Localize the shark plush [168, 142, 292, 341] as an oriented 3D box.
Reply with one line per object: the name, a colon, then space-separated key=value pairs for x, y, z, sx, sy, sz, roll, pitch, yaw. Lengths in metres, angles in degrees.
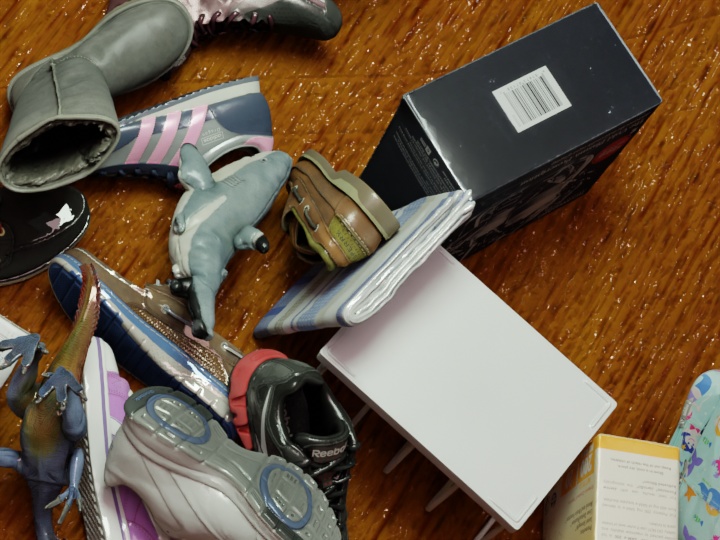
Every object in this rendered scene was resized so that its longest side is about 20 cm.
shark plush: x=-0.107 y=-0.031 z=1.553 sx=0.083 sy=0.091 sz=0.200 roll=0 pitch=30 yaw=9

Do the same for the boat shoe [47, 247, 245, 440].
boat shoe: x=-0.158 y=0.047 z=1.576 sx=0.200 sy=0.072 sz=0.072 roll=44 pitch=59 yaw=-6

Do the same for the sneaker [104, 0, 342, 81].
sneaker: x=-0.123 y=-0.202 z=1.686 sx=0.199 sy=0.076 sz=0.116 roll=18 pitch=70 yaw=4

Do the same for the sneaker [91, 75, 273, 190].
sneaker: x=-0.163 y=-0.094 z=1.630 sx=0.199 sy=0.070 sz=0.082 roll=-20 pitch=97 yaw=-12

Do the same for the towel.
towel: x=0.000 y=0.000 z=1.559 sx=0.147 sy=0.200 sz=0.024 roll=-45 pitch=103 yaw=-21

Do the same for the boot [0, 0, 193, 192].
boot: x=-0.203 y=-0.140 z=1.549 sx=0.181 sy=0.200 sz=0.073 roll=-33 pitch=106 yaw=1

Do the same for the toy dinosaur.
toy dinosaur: x=-0.216 y=0.133 z=1.469 sx=0.105 sy=0.182 sz=0.200 roll=25 pitch=55 yaw=23

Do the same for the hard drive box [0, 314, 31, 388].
hard drive box: x=-0.368 y=0.059 z=1.466 sx=0.200 sy=0.077 sz=0.156 roll=36 pitch=78 yaw=-12

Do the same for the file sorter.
file sorter: x=0.069 y=0.105 z=1.577 sx=0.200 sy=0.125 sz=0.139 roll=41 pitch=63 yaw=3

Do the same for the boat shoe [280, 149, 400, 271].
boat shoe: x=-0.035 y=-0.046 z=1.584 sx=0.068 sy=0.200 sz=0.072 roll=-42 pitch=104 yaw=-6

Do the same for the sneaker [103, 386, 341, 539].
sneaker: x=-0.100 y=0.170 z=1.463 sx=0.200 sy=0.087 sz=0.075 roll=37 pitch=30 yaw=6

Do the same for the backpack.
backpack: x=0.326 y=0.181 z=1.586 sx=0.177 sy=0.150 sz=0.201 roll=10 pitch=102 yaw=-34

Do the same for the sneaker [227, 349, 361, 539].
sneaker: x=-0.041 y=0.158 z=1.519 sx=0.071 sy=0.098 sz=0.202 roll=-16 pitch=96 yaw=-34

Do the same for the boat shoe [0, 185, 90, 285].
boat shoe: x=-0.304 y=-0.027 z=1.566 sx=0.200 sy=0.063 sz=0.074 roll=-16 pitch=72 yaw=-22

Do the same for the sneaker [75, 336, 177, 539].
sneaker: x=-0.161 y=0.144 z=1.535 sx=0.114 sy=0.073 sz=0.202 roll=-8 pitch=81 yaw=-22

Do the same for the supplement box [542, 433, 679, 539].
supplement box: x=0.191 y=0.244 z=1.554 sx=0.073 sy=0.126 sz=0.201 roll=10 pitch=66 yaw=-12

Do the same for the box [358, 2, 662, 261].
box: x=0.117 y=-0.101 z=1.642 sx=0.199 sy=0.182 sz=0.104 roll=-28 pitch=78 yaw=-22
